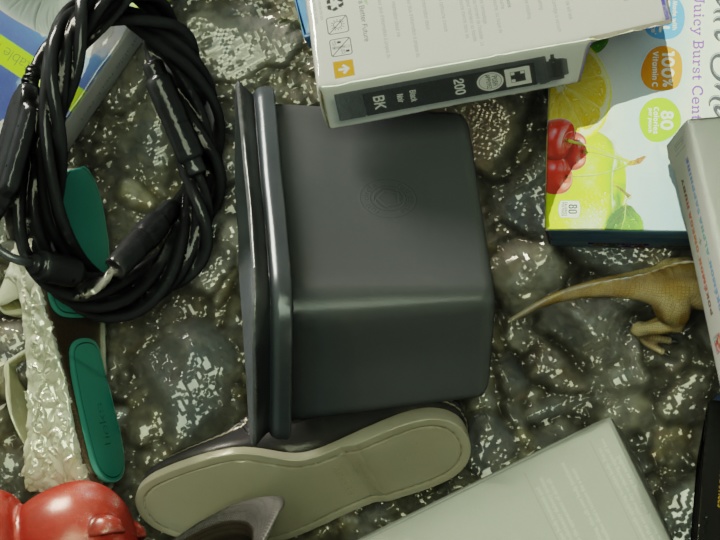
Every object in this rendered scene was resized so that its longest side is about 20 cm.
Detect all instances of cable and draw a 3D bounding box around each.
[{"bbox_3d":[-0.135,-0.074,1.719,0.051,0.163,0.201,0,71,46],"label":"cable"}]

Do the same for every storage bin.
[{"bbox_3d":[0.000,0.000,1.678,0.134,0.146,0.200,-1,44,-4],"label":"storage bin"}]

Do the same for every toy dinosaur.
[{"bbox_3d":[0.180,0.009,1.692,0.199,0.101,0.058,-2,76,0],"label":"toy dinosaur"}]

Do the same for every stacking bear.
[{"bbox_3d":[-0.223,0.173,1.699,0.199,0.121,0.114,-12,74,6],"label":"stacking bear"}]

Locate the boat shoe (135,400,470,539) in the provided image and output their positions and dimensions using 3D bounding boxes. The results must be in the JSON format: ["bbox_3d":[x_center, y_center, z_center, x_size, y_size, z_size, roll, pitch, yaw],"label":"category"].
[{"bbox_3d":[-0.033,0.106,1.735,0.199,0.073,0.063,-14,37,9],"label":"boat shoe"}]

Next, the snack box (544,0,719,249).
[{"bbox_3d":[0.193,-0.115,1.730,0.168,0.068,0.201,2,82,6],"label":"snack box"}]

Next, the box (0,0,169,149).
[{"bbox_3d":[-0.199,-0.146,1.785,0.122,0.048,0.200,33,85,10],"label":"box"}]

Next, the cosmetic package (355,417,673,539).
[{"bbox_3d":[0.077,0.173,1.690,0.200,0.090,0.107,-25,80,4],"label":"cosmetic package"}]

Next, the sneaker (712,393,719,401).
[{"bbox_3d":[0.299,0.076,1.686,0.199,0.075,0.088,-17,80,4],"label":"sneaker"}]

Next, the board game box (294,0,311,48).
[{"bbox_3d":[0.014,-0.250,1.784,0.151,0.037,0.201,-16,81,3],"label":"board game box"}]

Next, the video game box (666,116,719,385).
[{"bbox_3d":[0.283,-0.002,1.637,0.199,0.047,0.183,-6,73,-14],"label":"video game box"}]

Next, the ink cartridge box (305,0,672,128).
[{"bbox_3d":[0.064,-0.185,1.692,0.199,0.043,0.199,-10,55,4],"label":"ink cartridge box"}]

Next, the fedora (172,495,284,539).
[{"bbox_3d":[-0.085,0.216,1.661,0.090,0.200,0.177,45,54,-14],"label":"fedora"}]

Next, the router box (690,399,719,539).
[{"bbox_3d":[0.255,0.168,1.604,0.157,0.052,0.200,7,46,3],"label":"router box"}]

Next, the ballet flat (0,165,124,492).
[{"bbox_3d":[-0.184,0.038,1.748,0.072,0.072,0.201,-6,80,5],"label":"ballet flat"}]
